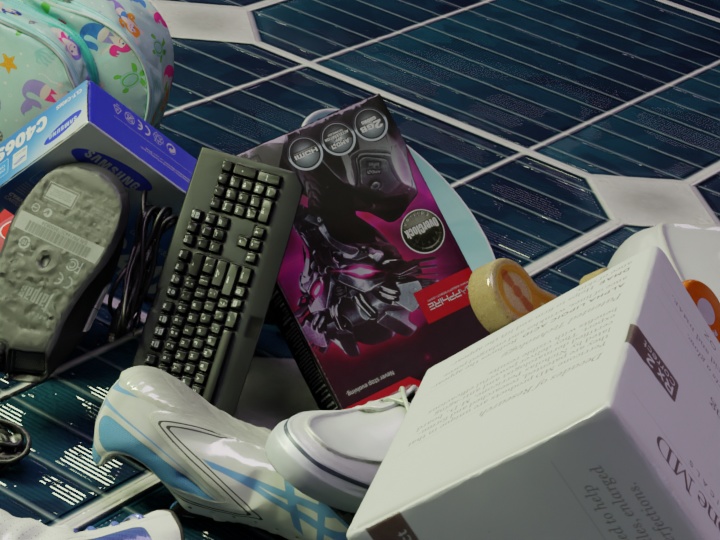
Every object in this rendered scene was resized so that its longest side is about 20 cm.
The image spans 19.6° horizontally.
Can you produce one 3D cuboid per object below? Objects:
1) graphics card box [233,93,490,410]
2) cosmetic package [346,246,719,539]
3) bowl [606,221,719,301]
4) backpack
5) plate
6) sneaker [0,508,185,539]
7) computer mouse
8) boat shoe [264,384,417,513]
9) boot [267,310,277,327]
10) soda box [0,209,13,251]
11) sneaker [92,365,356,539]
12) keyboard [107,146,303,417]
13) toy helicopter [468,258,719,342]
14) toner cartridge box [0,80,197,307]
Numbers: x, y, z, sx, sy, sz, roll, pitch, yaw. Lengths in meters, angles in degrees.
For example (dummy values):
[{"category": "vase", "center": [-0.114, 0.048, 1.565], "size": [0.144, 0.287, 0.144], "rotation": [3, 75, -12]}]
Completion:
[{"category": "graphics card box", "center": [0.000, 0.000, 1.345], "size": [0.125, 0.051, 0.200], "rotation": [-24, 81, -18]}, {"category": "cosmetic package", "center": [0.121, 0.123, 1.111], "size": [0.165, 0.165, 0.200], "rotation": [-30, 14, 25]}, {"category": "bowl", "center": [0.282, 0.029, 1.528], "size": [0.199, 0.075, 0.200], "rotation": [6, 28, -5]}, {"category": "backpack", "center": [-0.248, -0.146, 1.594], "size": [0.200, 0.178, 0.151], "rotation": [18, 29, -4]}, {"category": "plate", "center": [0.025, -0.037, 1.550], "size": [0.200, 0.026, 0.200], "rotation": [36, 28, -22]}, {"category": "sneaker", "center": [-0.157, 0.168, 1.111], "size": [0.199, 0.081, 0.115], "rotation": [24, 25, 14]}, {"category": "computer mouse", "center": [-0.227, 0.020, 1.304], "size": [0.140, 0.200, 0.046], "rotation": [18, -12, 19]}, {"category": "boat shoe", "center": [0.025, 0.097, 1.235], "size": [0.074, 0.067, 0.200], "rotation": [46, 22, 30]}, {"category": "boot", "center": [-0.067, -0.033, 1.546], "size": [0.186, 0.064, 0.200], "rotation": [25, 31, 2]}, {"category": "soda box", "center": [-0.219, -0.007, 1.438], "size": [0.063, 0.070, 0.200], "rotation": [13, 26, 6]}, {"category": "sneaker", "center": [-0.066, 0.127, 1.237], "size": [0.200, 0.073, 0.072], "rotation": [27, 16, 5]}, {"category": "keyboard", "center": [-0.112, 0.022, 1.287], "size": [0.104, 0.200, 0.040], "rotation": [15, -6, 19]}, {"category": "toy helicopter", "center": [0.138, 0.053, 1.253], "size": [0.200, 0.079, 0.133], "rotation": [26, 52, -36]}, {"category": "toner cartridge box", "center": [-0.141, -0.036, 1.376], "size": [0.200, 0.095, 0.043], "rotation": [37, 32, -36]}]
